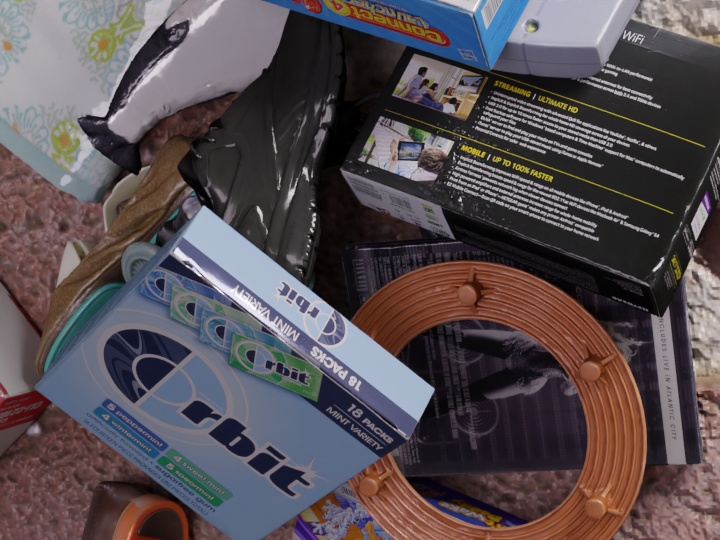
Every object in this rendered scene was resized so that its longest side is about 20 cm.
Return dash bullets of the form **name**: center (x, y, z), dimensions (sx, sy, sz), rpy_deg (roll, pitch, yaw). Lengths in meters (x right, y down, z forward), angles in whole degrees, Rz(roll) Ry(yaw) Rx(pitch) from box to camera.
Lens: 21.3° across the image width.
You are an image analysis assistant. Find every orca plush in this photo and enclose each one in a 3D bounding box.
- **orca plush**: center (-0.084, -0.139, 1.219), dimensions (0.105, 0.071, 0.200), rpy_deg (39, 105, -12)

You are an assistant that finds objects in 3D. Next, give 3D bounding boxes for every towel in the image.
- **towel**: center (-0.210, -0.168, 1.286), dimensions (0.200, 0.048, 0.172), rpy_deg (38, 112, 18)

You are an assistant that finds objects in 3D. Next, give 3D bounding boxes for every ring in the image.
- **ring**: center (0.069, 0.093, 1.120), dimensions (0.199, 0.019, 0.201), rpy_deg (7, 108, 22)

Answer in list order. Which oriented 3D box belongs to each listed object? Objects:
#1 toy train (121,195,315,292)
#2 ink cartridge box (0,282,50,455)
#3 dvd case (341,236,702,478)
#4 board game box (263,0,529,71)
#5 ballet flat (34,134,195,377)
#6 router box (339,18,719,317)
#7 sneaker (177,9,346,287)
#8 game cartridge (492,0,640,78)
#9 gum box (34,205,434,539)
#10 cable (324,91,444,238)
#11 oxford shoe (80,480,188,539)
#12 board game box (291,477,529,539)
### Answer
- **toy train**: center (-0.100, 0.047, 1.215), dimensions (0.114, 0.085, 0.200), rpy_deg (35, 132, 17)
- **ink cartridge box**: center (-0.325, 0.090, 1.357), dimensions (0.200, 0.084, 0.144), rpy_deg (-45, 76, 25)
- **dvd case**: center (0.096, 0.048, 1.133), dimensions (0.199, 0.016, 0.149), rpy_deg (-4, 107, 16)
- **board game box**: center (0.026, -0.231, 1.090), dimensions (0.195, 0.056, 0.201), rpy_deg (20, 68, 24)
- **ballet flat**: center (-0.159, -0.012, 1.276), dimensions (0.200, 0.068, 0.072), rpy_deg (-51, 53, 23)
- **router box**: center (0.110, -0.078, 1.091), dimensions (0.199, 0.051, 0.150), rpy_deg (22, 75, 23)
- **sneaker**: center (-0.058, -0.076, 1.126), dimensions (0.090, 0.076, 0.201), rpy_deg (11, 73, 1)
- **game cartridge**: center (0.070, -0.184, 1.104), dimensions (0.199, 0.041, 0.133), rpy_deg (22, 65, 24)
- **gum box**: center (-0.079, 0.070, 1.125), dimensions (0.170, 0.045, 0.200), rpy_deg (39, 141, -9)
- **cable**: center (0.000, 0.000, 1.196), dimensions (0.163, 0.051, 0.201), rpy_deg (-28, 84, 28)
- **oxford shoe**: center (-0.171, 0.242, 1.315), dimensions (0.073, 0.071, 0.201), rpy_deg (20, 99, 42)
- **board game box**: center (0.048, 0.209, 1.200), dimensions (0.199, 0.045, 0.135), rpy_deg (21, 105, 24)
